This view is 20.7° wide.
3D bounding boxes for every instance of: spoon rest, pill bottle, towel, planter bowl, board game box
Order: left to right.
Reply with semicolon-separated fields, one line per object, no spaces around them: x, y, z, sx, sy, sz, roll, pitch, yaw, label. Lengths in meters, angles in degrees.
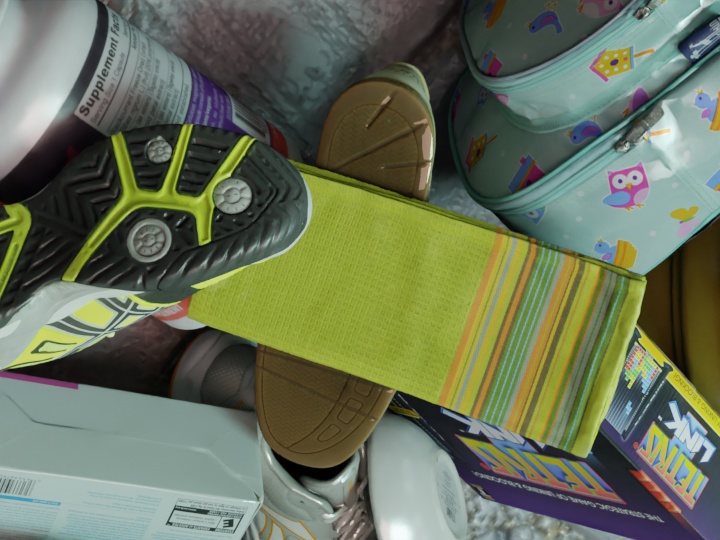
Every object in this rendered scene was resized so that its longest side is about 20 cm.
-0.151;0.146;1.018;0.146;0.065;0.201;11;133;-20;board game box
-0.133;-0.066;0.934;0.199;0.112;0.112;34;102;-28;pill bottle
0.024;0.013;0.894;0.198;0.018;0.087;18;92;7;towel
0.040;0.150;1.102;0.060;0.100;0.200;-15;146;18;spoon rest
0.089;0.069;1.022;0.165;0.199;0.057;46;69;-29;board game box
0.183;0.016;1.067;0.083;0.201;0.202;-2;123;23;planter bowl

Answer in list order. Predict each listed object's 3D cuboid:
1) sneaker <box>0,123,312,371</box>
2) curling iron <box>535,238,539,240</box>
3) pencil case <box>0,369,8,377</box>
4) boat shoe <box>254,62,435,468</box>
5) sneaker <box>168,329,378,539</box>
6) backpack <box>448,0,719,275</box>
-0.114;-0.007;0.878;0.198;0.076;0.076;-16;159;10;sneaker
0.007;0.007;0.991;0.026;0.199;0.050;-51;122;-42;curling iron
-0.230;-0.025;0.905;0.084;0.085;0.200;-61;148;-17;pencil case
0.000;0.000;0.952;0.073;0.063;0.202;19;111;5;boat shoe
-0.024;0.121;1.062;0.076;0.092;0.201;-50;125;-24;sneaker
0.131;-0.097;0.967;0.153;0.176;0.200;32;112;-26;backpack
